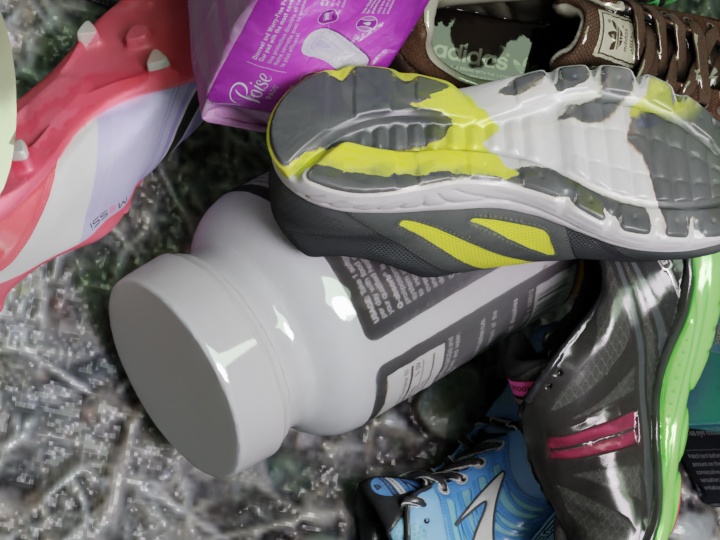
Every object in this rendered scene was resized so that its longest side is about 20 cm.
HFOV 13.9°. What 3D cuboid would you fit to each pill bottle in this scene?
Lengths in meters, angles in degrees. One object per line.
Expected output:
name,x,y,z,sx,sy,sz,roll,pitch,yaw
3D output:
pill bottle,0.000,0.000,1.253,0.200,0.116,0.117,-29,99,-26

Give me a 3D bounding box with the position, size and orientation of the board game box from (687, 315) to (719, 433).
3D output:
board game box,0.223,-0.019,1.289,0.151,0.047,0.200,11,81,-25

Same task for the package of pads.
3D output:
package of pads,-0.025,-0.165,1.188,0.076,0.121,0.200,8,53,-20

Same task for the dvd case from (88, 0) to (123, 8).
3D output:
dvd case,-0.093,-0.183,1.277,0.200,0.022,0.146,17,78,-26

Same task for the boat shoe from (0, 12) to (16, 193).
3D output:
boat shoe,-0.192,-0.108,1.176,0.074,0.063,0.202,-22,80,-17

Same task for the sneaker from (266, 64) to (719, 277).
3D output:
sneaker,0.057,-0.036,1.171,0.200,0.085,0.075,8,64,-8

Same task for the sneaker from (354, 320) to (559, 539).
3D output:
sneaker,0.046,0.104,1.291,0.090,0.078,0.200,34,72,-17

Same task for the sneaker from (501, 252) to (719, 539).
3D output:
sneaker,0.095,0.063,1.235,0.084,0.077,0.200,11,90,-7

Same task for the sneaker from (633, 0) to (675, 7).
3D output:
sneaker,0.077,-0.163,1.278,0.085,0.200,0.078,23,109,-36

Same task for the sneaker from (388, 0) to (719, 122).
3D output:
sneaker,0.105,-0.079,1.201,0.200,0.076,0.071,5,78,-4

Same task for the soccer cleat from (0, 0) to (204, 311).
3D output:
soccer cleat,-0.102,-0.061,1.237,0.200,0.067,0.077,-38,142,-22

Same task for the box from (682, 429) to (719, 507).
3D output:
box,0.196,-0.011,1.359,0.148,0.104,0.200,-30,98,-25
